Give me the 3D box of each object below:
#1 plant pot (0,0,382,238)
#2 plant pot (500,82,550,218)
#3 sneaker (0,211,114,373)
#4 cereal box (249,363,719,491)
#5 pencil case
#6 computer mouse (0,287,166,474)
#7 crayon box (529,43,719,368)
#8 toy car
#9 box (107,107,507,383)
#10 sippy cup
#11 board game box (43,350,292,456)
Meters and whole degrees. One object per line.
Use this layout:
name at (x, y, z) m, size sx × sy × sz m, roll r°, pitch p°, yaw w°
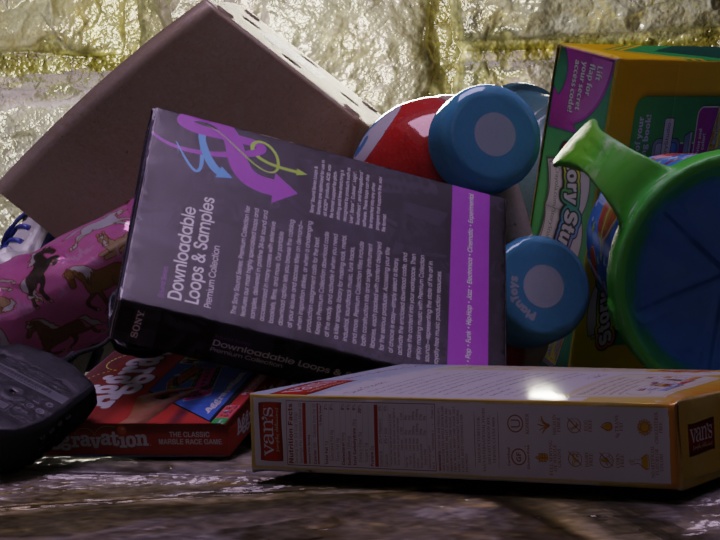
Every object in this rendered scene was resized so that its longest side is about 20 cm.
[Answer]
plant pot at (-0.090, -0.070, 1.353) m, size 0.200 × 0.177 × 0.200 m, roll 38°, pitch 9°, yaw 2°
plant pot at (0.187, -0.033, 1.504) m, size 0.195 × 0.202 × 0.200 m, roll 10°, pitch 9°, yaw 40°
sneaker at (-0.234, 0.011, 1.356) m, size 0.198 × 0.116 × 0.081 m, roll 2°, pitch -43°, yaw -32°
cereal box at (0.071, 0.065, 0.872) m, size 0.199 × 0.040 × 0.144 m, roll -1°, pitch 2°, yaw 32°
pencil case at (-0.150, 0.003, 1.209) m, size 0.199 × 0.083 × 0.087 m, roll -29°, pitch 40°, yaw -8°
computer mouse at (-0.140, 0.050, 0.975) m, size 0.058 × 0.034 × 0.200 m, roll 26°, pitch 28°, yaw 16°
crayon box at (0.186, -0.039, 1.272) m, size 0.172 × 0.201 × 0.058 m, roll -3°, pitch 17°, yaw -39°
toy car at (0.000, 0.000, 1.185) m, size 0.199 × 0.178 × 0.184 m, roll -16°, pitch -4°, yaw -18°
box at (-0.022, -0.003, 1.035) m, size 0.199 × 0.036 × 0.144 m, roll 15°, pitch 44°, yaw -10°
sippy cup at (0.190, -0.009, 1.146) m, size 0.139 × 0.179 × 0.130 m, roll -14°, pitch 13°, yaw -6°
board game box at (-0.084, 0.052, 1.044) m, size 0.102 × 0.020 × 0.200 m, roll -3°, pitch 16°, yaw 16°
